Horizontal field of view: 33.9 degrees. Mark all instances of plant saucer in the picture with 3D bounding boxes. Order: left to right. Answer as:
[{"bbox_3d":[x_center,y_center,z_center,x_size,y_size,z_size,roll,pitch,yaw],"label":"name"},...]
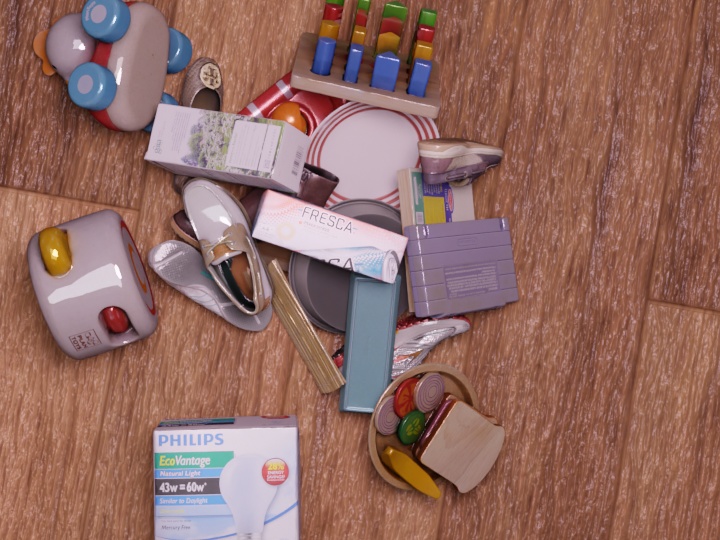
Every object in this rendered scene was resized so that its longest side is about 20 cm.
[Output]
[{"bbox_3d":[0.013,0.102,1.628,0.070,0.019,0.200,5,98,-1],"label":"plant saucer"}]

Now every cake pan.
[{"bbox_3d":[0.000,0.000,1.649,0.200,0.037,0.200,-6,109,-19],"label":"cake pan"}]

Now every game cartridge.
[{"bbox_3d":[0.142,-0.005,1.644,0.200,0.038,0.130,-6,93,-45],"label":"game cartridge"}]

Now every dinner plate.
[{"bbox_3d":[0.014,-0.159,1.654,0.200,0.024,0.200,-9,129,-11],"label":"dinner plate"}]

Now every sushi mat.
[{"bbox_3d":[-0.085,0.081,1.652,0.012,0.096,0.200,-30,91,-26],"label":"sushi mat"}]

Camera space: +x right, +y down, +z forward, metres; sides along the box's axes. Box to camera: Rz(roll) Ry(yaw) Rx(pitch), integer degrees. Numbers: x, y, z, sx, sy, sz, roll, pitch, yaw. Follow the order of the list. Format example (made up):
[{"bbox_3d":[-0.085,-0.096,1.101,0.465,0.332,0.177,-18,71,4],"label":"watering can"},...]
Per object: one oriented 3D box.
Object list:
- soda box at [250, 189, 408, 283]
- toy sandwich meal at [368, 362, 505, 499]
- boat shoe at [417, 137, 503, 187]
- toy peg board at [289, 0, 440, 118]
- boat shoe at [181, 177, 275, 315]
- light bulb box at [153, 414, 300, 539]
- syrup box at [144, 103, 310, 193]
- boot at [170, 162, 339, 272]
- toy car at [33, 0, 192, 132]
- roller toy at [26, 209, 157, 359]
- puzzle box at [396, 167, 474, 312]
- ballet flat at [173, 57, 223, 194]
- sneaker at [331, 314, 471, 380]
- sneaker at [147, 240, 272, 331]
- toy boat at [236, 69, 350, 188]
[{"bbox_3d":[-0.043,-0.045,1.563,0.200,0.064,0.068,18,90,-7],"label":"soda box"},{"bbox_3d":[0.104,0.227,1.642,0.205,0.070,0.205,-7,104,-29],"label":"toy sandwich meal"},{"bbox_3d":[0.136,-0.148,1.638,0.072,0.200,0.065,14,101,27],"label":"boat shoe"},{"bbox_3d":[0.017,-0.304,1.605,0.200,0.199,0.098,12,117,-3],"label":"toy peg board"},{"bbox_3d":[-0.176,-0.032,1.582,0.075,0.068,0.200,-28,103,13],"label":"boat shoe"},{"bbox_3d":[-0.180,0.306,1.623,0.198,0.125,0.200,-2,90,-4],"label":"light bulb box"},{"bbox_3d":[-0.177,-0.162,1.566,0.200,0.081,0.079,11,84,24],"label":"syrup box"},{"bbox_3d":[-0.146,-0.094,1.632,0.200,0.072,0.166,17,120,-16],"label":"boot"},{"bbox_3d":[-0.369,-0.285,1.628,0.200,0.184,0.177,10,88,25],"label":"toy car"},{"bbox_3d":[-0.364,0.021,1.586,0.140,0.200,0.183,-19,96,-3],"label":"roller toy"},{"bbox_3d":[0.113,-0.043,1.661,0.133,0.025,0.200,-1,85,-44],"label":"puzzle box"},{"bbox_3d":[-0.223,-0.200,1.661,0.067,0.046,0.200,10,90,-39],"label":"ballet flat"},{"bbox_3d":[0.064,0.113,1.677,0.200,0.078,0.082,-23,97,4],"label":"sneaker"},{"bbox_3d":[-0.210,0.018,1.660,0.200,0.080,0.070,35,77,-22],"label":"sneaker"},{"bbox_3d":[-0.095,-0.202,1.639,0.200,0.131,0.131,-40,91,-4],"label":"toy boat"}]
